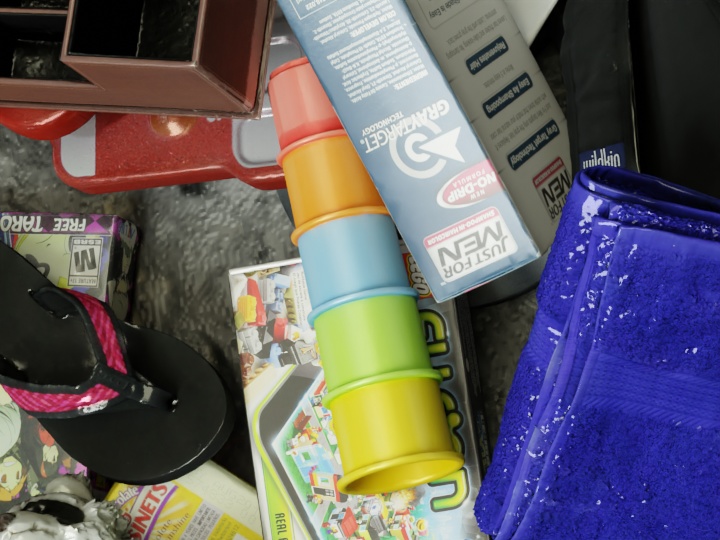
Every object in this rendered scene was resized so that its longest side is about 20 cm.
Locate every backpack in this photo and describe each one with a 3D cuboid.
[{"bbox_3d":[0.186,-0.098,1.309,0.200,0.154,0.191,-42,59,44],"label":"backpack"}]

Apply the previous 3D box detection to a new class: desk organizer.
[{"bbox_3d":[-0.146,-0.118,1.364,0.199,0.077,0.072,4,79,20],"label":"desk organizer"}]

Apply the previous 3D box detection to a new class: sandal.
[{"bbox_3d":[-0.147,0.040,1.415,0.200,0.045,0.075,30,83,29],"label":"sandal"}]

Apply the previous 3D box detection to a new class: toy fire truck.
[{"bbox_3d":[-0.091,-0.133,1.452,0.167,0.112,0.201,-4,75,17],"label":"toy fire truck"}]

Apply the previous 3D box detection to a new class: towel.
[{"bbox_3d":[0.138,0.058,1.267,0.147,0.050,0.200,15,126,0],"label":"towel"}]

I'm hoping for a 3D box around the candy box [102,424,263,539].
[{"bbox_3d":[-0.110,0.184,1.414,0.102,0.026,0.200,33,89,4],"label":"candy box"}]

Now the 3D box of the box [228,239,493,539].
[{"bbox_3d":[0.006,0.090,1.379,0.110,0.035,0.201,-10,81,12],"label":"box"}]

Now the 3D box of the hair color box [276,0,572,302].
[{"bbox_3d":[0.027,-0.096,1.323,0.060,0.100,0.200,-25,96,29],"label":"hair color box"}]

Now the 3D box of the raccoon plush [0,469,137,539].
[{"bbox_3d":[-0.108,0.188,1.378,0.097,0.200,0.134,-32,30,-15],"label":"raccoon plush"}]

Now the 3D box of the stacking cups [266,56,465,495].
[{"bbox_3d":[0.000,0.000,1.349,0.060,0.060,0.201,-16,72,14],"label":"stacking cups"}]

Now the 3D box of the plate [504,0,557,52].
[{"bbox_3d":[0.026,-0.199,1.365,0.200,0.032,0.200,36,115,8],"label":"plate"}]

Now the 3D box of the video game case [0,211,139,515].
[{"bbox_3d":[-0.216,0.060,1.490,0.199,0.036,0.182,2,79,19],"label":"video game case"}]

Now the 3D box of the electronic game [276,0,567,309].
[{"bbox_3d":[0.045,-0.080,1.431,0.199,0.042,0.201,-4,82,24],"label":"electronic game"}]
